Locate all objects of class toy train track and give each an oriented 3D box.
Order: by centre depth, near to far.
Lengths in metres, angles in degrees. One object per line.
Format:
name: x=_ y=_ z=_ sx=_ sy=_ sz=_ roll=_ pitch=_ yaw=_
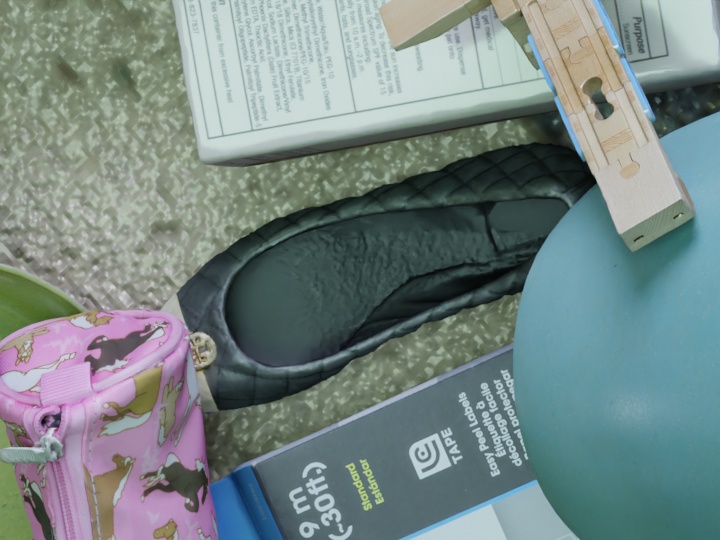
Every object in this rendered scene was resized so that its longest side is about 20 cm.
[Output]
toy train track: x=0.074 y=-0.075 z=0.979 sx=0.115 sy=0.033 sz=0.200 roll=-31 pitch=43 yaw=12

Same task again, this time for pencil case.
pencil case: x=-0.091 y=0.115 z=1.116 sx=0.086 sy=0.083 sz=0.201 roll=-19 pitch=114 yaw=-27

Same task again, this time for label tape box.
label tape box: x=0.023 y=0.122 z=1.127 sx=0.200 sy=0.066 sz=0.144 roll=-25 pitch=88 yaw=12

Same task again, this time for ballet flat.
ballet flat: x=0.000 y=0.000 z=1.127 sx=0.200 sy=0.057 sz=0.067 roll=-25 pitch=88 yaw=13

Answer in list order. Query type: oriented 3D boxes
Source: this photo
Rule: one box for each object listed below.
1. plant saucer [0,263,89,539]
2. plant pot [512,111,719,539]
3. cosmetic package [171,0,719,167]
plant saucer: x=-0.176 y=0.086 z=1.133 sx=0.199 sy=0.031 sz=0.201 roll=-7 pitch=110 yaw=-22
plant pot: x=0.150 y=0.033 z=0.981 sx=0.161 sy=0.200 sz=0.201 roll=-6 pitch=93 yaw=40
cosmetic package: x=0.036 y=-0.104 z=1.096 sx=0.199 sy=0.087 sz=0.104 roll=-8 pitch=90 yaw=14
